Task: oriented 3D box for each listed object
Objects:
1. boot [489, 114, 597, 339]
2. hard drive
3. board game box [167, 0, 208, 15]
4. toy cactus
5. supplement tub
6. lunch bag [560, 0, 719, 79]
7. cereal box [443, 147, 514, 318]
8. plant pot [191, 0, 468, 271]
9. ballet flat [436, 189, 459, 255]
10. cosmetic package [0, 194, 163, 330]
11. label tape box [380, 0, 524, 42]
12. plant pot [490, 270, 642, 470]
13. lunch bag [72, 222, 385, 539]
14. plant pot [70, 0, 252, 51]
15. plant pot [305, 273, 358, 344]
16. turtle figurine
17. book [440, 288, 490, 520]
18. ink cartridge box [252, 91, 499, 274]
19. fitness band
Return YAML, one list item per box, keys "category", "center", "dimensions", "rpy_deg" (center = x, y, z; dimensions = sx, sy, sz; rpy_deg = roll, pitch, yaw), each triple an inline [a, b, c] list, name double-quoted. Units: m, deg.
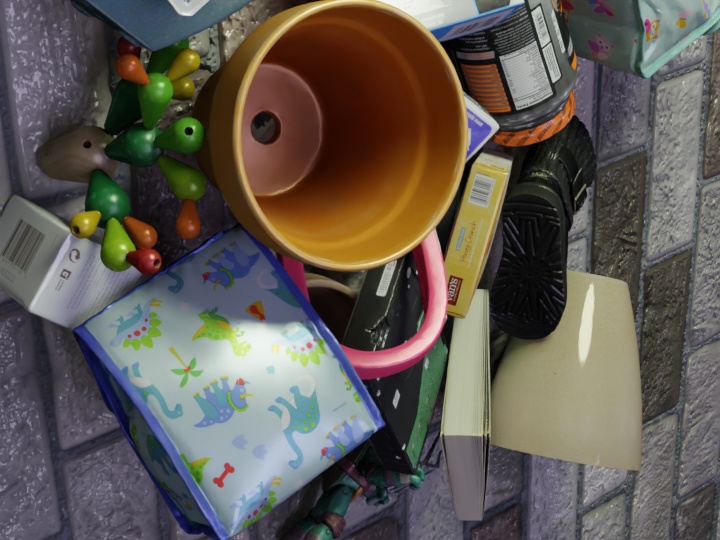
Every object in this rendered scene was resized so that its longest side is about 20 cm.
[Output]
- category: "boot"
  center: [0.196, -0.047, 1.486]
  dimensions: [0.158, 0.079, 0.212]
  rpy_deg: [-65, 163, -48]
- category: "hard drive"
  center: [0.033, 0.085, 1.317]
  dimensions: [0.200, 0.038, 0.140]
  rpy_deg: [65, 38, -53]
- category: "board game box"
  center: [-0.096, -0.299, 0.901]
  dimensions: [0.200, 0.026, 0.200]
  rpy_deg: [-43, 134, -5]
- category: "toy cactus"
  center: [-0.189, -0.092, 1.073]
  dimensions: [0.102, 0.164, 0.202]
  rpy_deg: [15, 75, -50]
- category: "supplement tub"
  center: [0.137, -0.226, 1.343]
  dimensions: [0.122, 0.122, 0.201]
  rpy_deg: [-42, 132, -21]
- category: "lunch bag"
  center: [0.278, -0.295, 1.408]
  dimensions: [0.200, 0.170, 0.123]
  rpy_deg: [-37, 134, -29]
- category: "cereal box"
  center: [0.114, -0.042, 1.382]
  dimensions: [0.200, 0.039, 0.145]
  rpy_deg: [-47, 152, -77]
- category: "plant pot"
  center: [-0.046, -0.109, 1.114]
  dimensions: [0.199, 0.183, 0.202]
  rpy_deg: [-4, 98, -29]
- category: "ballet flat"
  center: [0.048, -0.019, 1.394]
  dimensions: [0.073, 0.073, 0.202]
  rpy_deg: [-3, 112, -41]
- category: "cosmetic package"
  center: [-0.203, 0.019, 1.157]
  dimensions: [0.200, 0.101, 0.072]
  rpy_deg: [29, 89, -44]
- category: "label tape box"
  center: [0.035, -0.291, 1.187]
  dimensions: [0.142, 0.066, 0.201]
  rpy_deg: [-20, 91, -25]
- category: "plant pot"
  center: [0.234, 0.105, 1.559]
  dimensions: [0.187, 0.187, 0.202]
  rpy_deg: [13, 85, -44]
- category: "lunch bag"
  center: [-0.110, 0.086, 1.117]
  dimensions: [0.170, 0.127, 0.201]
  rpy_deg: [-35, 101, -24]
- category: "plant pot"
  center: [-0.156, -0.279, 1.011]
  dimensions: [0.196, 0.195, 0.201]
  rpy_deg: [35, 89, -45]
- category: "plant pot"
  center: [-0.085, 0.090, 1.301]
  dimensions: [0.200, 0.092, 0.202]
  rpy_deg: [-19, 121, -35]
- category: "turtle figurine"
  center: [0.002, 0.218, 1.439]
  dimensions: [0.200, 0.101, 0.150]
  rpy_deg: [-50, 174, -12]
- category: "book"
  center: [0.112, 0.136, 1.443]
  dimensions: [0.201, 0.048, 0.134]
  rpy_deg: [-83, 171, -46]
- category: "ink cartridge box"
  center: [-0.004, -0.115, 1.290]
  dimensions: [0.200, 0.043, 0.198]
  rpy_deg: [-47, 131, 13]
- category: "fitness band"
  center: [0.000, 0.000, 1.226]
  dimensions: [0.142, 0.201, 0.037]
  rpy_deg: [-6, 153, -10]
